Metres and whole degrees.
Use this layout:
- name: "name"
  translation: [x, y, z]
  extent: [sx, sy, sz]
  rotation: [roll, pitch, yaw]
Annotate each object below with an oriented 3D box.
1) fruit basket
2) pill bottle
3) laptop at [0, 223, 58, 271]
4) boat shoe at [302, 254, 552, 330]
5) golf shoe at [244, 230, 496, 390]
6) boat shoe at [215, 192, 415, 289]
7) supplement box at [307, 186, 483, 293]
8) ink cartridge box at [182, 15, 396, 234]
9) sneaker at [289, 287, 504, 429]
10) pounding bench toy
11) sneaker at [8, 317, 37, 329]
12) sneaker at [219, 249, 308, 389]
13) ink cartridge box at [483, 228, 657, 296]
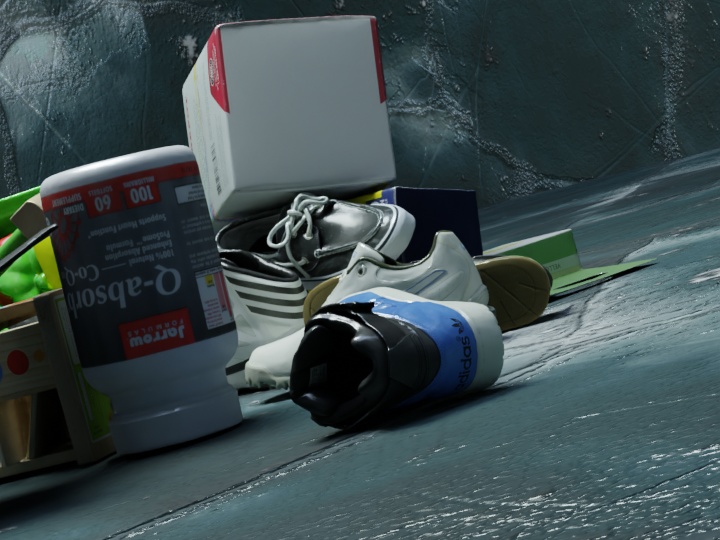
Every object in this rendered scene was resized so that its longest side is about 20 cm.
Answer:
- name: "fruit basket"
  translation: [-0.252, -0.026, 1.725]
  extent: [0.214, 0.156, 0.216]
  rotation: [-22, -28, -13]
- name: "pill bottle"
  translation: [-0.151, 0.020, 1.375]
  extent: [0.115, 0.202, 0.116]
  rotation: [-14, 2, 0]
- name: "laptop"
  translation: [-0.257, 0.072, 1.298]
  extent: [0.102, 0.202, 0.177]
  rotation: [-1, 0, -12]
- name: "boat shoe"
  translation: [0.056, 0.027, 1.521]
  extent: [0.199, 0.072, 0.066]
  rotation: [-9, -1, 17]
- name: "golf shoe"
  translation: [-0.001, 0.029, 1.462]
  extent: [0.198, 0.098, 0.078]
  rotation: [-17, 4, 11]
- name: "boat shoe"
  translation: [-0.042, -0.029, 1.590]
  extent: [0.198, 0.068, 0.074]
  rotation: [-4, 54, 48]
- name: "supplement box"
  translation: [0.000, 0.000, 1.683]
  extent: [0.199, 0.110, 0.109]
  rotation: [-14, -9, 44]
- name: "ink cartridge box"
  translation: [-0.067, -0.122, 1.687]
  extent: [0.143, 0.147, 0.200]
  rotation: [-6, -7, -15]
- name: "sneaker"
  translation: [-0.009, 0.054, 1.219]
  extent: [0.110, 0.078, 0.199]
  rotation: [-7, 4, -32]
- name: "pounding bench toy"
  translation: [-0.266, 0.051, 1.462]
  extent: [0.155, 0.202, 0.124]
  rotation: [-14, 4, 20]
- name: "sneaker"
  translation: [-0.207, 0.044, 1.661]
  extent: [0.199, 0.091, 0.076]
  rotation: [8, 26, -34]
- name: "sneaker"
  translation: [-0.120, 0.044, 1.600]
  extent: [0.199, 0.116, 0.076]
  rotation: [-15, 5, 28]
- name: "ink cartridge box"
  translation: [0.144, 0.000, 1.724]
  extent: [0.145, 0.048, 0.199]
  rotation: [-17, 1, -35]
